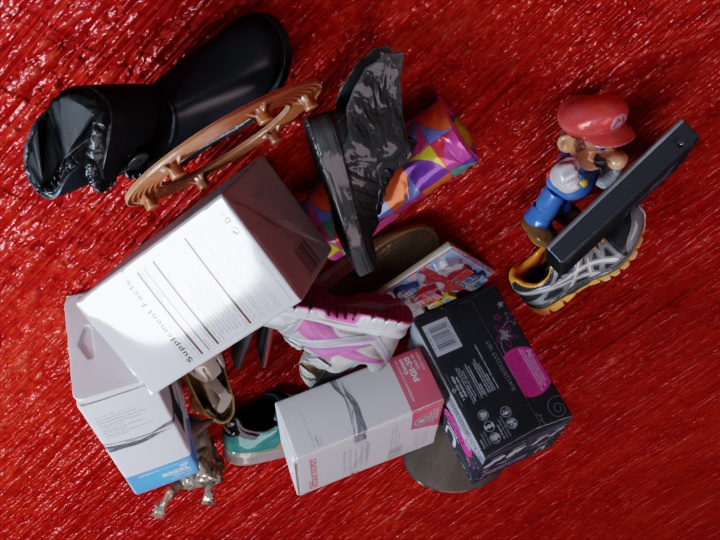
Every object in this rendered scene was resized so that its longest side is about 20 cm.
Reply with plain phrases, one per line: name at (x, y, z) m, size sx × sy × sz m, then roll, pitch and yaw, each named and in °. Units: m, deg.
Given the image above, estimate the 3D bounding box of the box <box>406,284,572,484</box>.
box at (0.157, 0.147, 1.102) m, size 0.131 × 0.202 × 0.115 m, roll -21°, pitch 153°, yaw -13°

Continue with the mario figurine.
mario figurine at (0.251, -0.104, 0.946) m, size 0.104 × 0.125 × 0.201 m, roll 12°, pitch 142°, yaw 0°

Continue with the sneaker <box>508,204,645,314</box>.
sneaker at (0.275, -0.021, 1.090) m, size 0.077 × 0.079 × 0.200 m, roll 29°, pitch 119°, yaw -35°

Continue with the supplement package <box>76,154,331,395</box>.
supplement package at (-0.148, 0.005, 0.827) m, size 0.199 × 0.122 × 0.120 m, roll -31°, pitch 104°, yaw 24°

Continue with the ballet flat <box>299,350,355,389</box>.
ballet flat at (-0.040, 0.113, 1.101) m, size 0.072 × 0.074 × 0.200 m, roll -3°, pitch 153°, yaw -22°

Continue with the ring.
ring at (-0.115, -0.105, 0.746) m, size 0.199 × 0.019 × 0.200 m, roll -31°, pitch -178°, yaw 1°

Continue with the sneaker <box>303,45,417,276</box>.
sneaker at (0.013, -0.097, 0.803) m, size 0.103 × 0.060 × 0.202 m, roll -23°, pitch 118°, yaw -8°

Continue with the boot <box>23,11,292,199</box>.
boot at (-0.160, -0.132, 0.687) m, size 0.199 × 0.077 × 0.168 m, roll -35°, pitch 179°, yaw 22°

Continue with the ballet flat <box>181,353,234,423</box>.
ballet flat at (-0.184, 0.120, 1.036) m, size 0.068 × 0.063 × 0.201 m, roll -40°, pitch 150°, yaw -23°

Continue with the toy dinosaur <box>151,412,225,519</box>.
toy dinosaur at (-0.220, 0.231, 1.113) m, size 0.084 × 0.137 × 0.202 m, roll 5°, pitch 131°, yaw -5°

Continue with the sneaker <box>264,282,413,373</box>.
sneaker at (-0.045, 0.068, 0.936) m, size 0.197 × 0.082 × 0.089 m, roll 12°, pitch 112°, yaw -2°

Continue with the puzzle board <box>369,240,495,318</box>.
puzzle board at (0.080, 0.028, 1.045) m, size 0.150 × 0.018 × 0.200 m, roll -35°, pitch 160°, yaw 14°

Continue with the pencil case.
pencil case at (0.025, -0.093, 0.882) m, size 0.199 × 0.089 × 0.088 m, roll -32°, pitch 141°, yaw 16°

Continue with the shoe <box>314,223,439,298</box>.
shoe at (0.000, 0.000, 1.004) m, size 0.198 × 0.054 × 0.070 m, roll -31°, pitch 125°, yaw -2°

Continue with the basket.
basket at (0.159, 0.210, 1.259) m, size 0.178 × 0.137 × 0.202 m, roll -14°, pitch 138°, yaw -21°

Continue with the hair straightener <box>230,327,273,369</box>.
hair straightener at (-0.131, 0.043, 0.995) m, size 0.076 × 0.041 × 0.201 m, roll -3°, pitch 137°, yaw -23°

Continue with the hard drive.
hard drive at (0.295, -0.077, 0.985) m, size 0.200 × 0.033 × 0.139 m, roll -44°, pitch 168°, yaw 5°

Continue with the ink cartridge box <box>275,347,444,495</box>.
ink cartridge box at (-0.003, 0.194, 1.085) m, size 0.197 × 0.084 × 0.147 m, roll -19°, pitch 151°, yaw -12°

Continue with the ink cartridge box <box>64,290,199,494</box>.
ink cartridge box at (-0.252, 0.132, 0.955) m, size 0.083 × 0.146 × 0.201 m, roll -16°, pitch 141°, yaw -7°

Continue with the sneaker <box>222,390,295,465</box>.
sneaker at (-0.094, 0.204, 1.174) m, size 0.197 × 0.071 × 0.081 m, roll -12°, pitch 126°, yaw -28°
